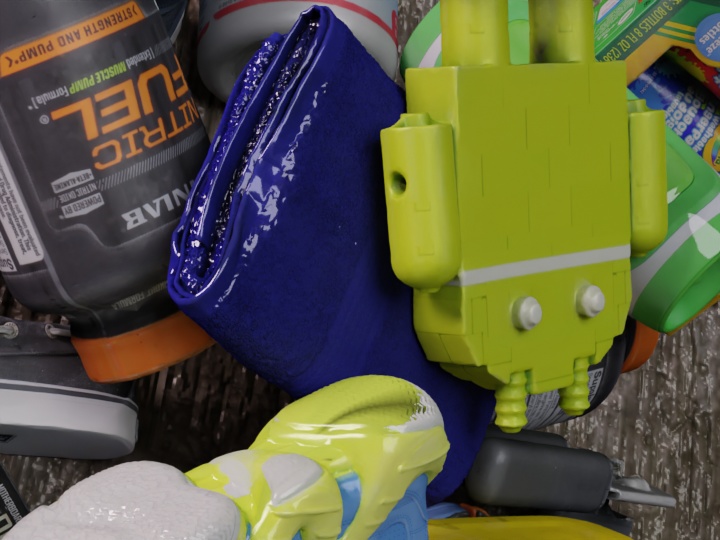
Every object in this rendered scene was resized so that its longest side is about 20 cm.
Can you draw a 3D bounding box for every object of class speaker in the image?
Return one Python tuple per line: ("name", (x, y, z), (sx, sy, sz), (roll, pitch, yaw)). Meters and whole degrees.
("speaker", (0.112, -0.062, 0.908), (0.088, 0.089, 0.200), (-28, 66, -38))

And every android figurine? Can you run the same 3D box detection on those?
("android figurine", (0.076, -0.030, 0.782), (0.181, 0.041, 0.202), (-6, 95, -45))

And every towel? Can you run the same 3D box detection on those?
("towel", (0.000, 0.000, 0.769), (0.200, 0.049, 0.148), (44, 61, -41))

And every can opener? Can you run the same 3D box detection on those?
("can opener", (0.099, 0.121, 0.903), (0.200, 0.053, 0.067), (14, 95, -53))

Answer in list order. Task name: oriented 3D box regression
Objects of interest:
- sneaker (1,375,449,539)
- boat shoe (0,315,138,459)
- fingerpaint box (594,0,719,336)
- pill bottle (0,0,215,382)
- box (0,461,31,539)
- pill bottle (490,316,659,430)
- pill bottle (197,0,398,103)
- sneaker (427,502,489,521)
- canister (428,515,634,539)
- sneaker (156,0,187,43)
("sneaker", (-0.047, 0.121, 0.686), (0.199, 0.076, 0.106), (-20, 118, -22))
("boat shoe", (-0.190, 0.039, 0.784), (0.199, 0.072, 0.068), (11, 66, -31))
("fingerpaint box", (0.187, -0.079, 0.991), (0.167, 0.200, 0.074), (37, 40, -14))
("pill bottle", (-0.121, -0.055, 0.753), (0.106, 0.106, 0.201), (-31, 107, -38))
("box", (-0.187, 0.190, 0.709), (0.163, 0.086, 0.201), (-29, 87, -37))
("pill bottle", (0.068, 0.037, 0.929), (0.199, 0.106, 0.107), (-11, 76, -36))
("pill bottle", (-0.033, -0.192, 0.963), (0.108, 0.109, 0.201), (14, 63, -27))
("sneaker", (-0.028, 0.166, 0.837), (0.199, 0.078, 0.076), (-22, 114, -29))
("canister", (0.056, 0.220, 0.801), (0.148, 0.086, 0.202), (2, 96, -31))
("sneaker", (-0.131, -0.117, 0.838), (0.077, 0.146, 0.203), (26, 55, -5))
